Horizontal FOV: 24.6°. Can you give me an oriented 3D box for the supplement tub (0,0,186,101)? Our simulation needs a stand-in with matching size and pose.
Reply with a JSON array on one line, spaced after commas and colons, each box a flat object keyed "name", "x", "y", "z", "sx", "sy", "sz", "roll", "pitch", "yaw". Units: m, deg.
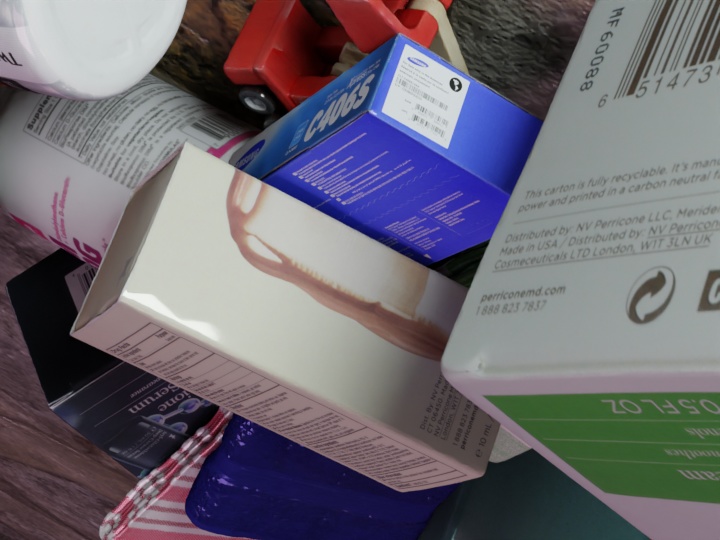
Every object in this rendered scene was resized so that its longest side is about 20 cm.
[{"name": "supplement tub", "x": -0.191, "y": -0.155, "z": 0.799, "sx": 0.198, "sy": 0.123, "sz": 0.123, "roll": 13, "pitch": 155, "yaw": 31}]

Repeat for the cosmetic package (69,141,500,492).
[{"name": "cosmetic package", "x": -0.029, "y": 0.028, "z": 0.816, "sx": 0.199, "sy": 0.088, "sz": 0.103, "roll": 27, "pitch": 160, "yaw": -18}]

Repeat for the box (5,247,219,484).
[{"name": "box", "x": -0.112, "y": 0.053, "z": 1.086, "sx": 0.108, "sy": 0.148, "sz": 0.200, "roll": 61, "pitch": -175, "yaw": 35}]

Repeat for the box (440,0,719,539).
[{"name": "box", "x": 0.175, "y": -0.005, "z": 0.592, "sx": 0.171, "sy": 0.201, "sz": 0.198, "roll": 37, "pitch": 156, "yaw": -28}]

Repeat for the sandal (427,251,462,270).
[{"name": "sandal", "x": 0.000, "y": 0.000, "z": 0.937, "sx": 0.198, "sy": 0.046, "sz": 0.075, "roll": -21, "pitch": 161, "yaw": 23}]

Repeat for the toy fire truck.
[{"name": "toy fire truck", "x": 0.011, "y": -0.088, "z": 0.810, "sx": 0.140, "sy": 0.049, "sz": 0.200, "roll": 7, "pitch": 152, "yaw": 38}]

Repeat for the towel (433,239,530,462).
[{"name": "towel", "x": 0.085, "y": 0.045, "z": 0.909, "sx": 0.152, "sy": 0.024, "sz": 0.200, "roll": 32, "pitch": 142, "yaw": -22}]

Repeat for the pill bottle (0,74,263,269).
[{"name": "pill bottle", "x": -0.141, "y": -0.060, "z": 0.954, "sx": 0.199, "sy": 0.114, "sz": 0.114, "roll": 28, "pitch": 161, "yaw": 25}]

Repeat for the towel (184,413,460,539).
[{"name": "towel", "x": -0.013, "y": 0.106, "z": 0.976, "sx": 0.146, "sy": 0.050, "sz": 0.200, "roll": 14, "pitch": 144, "yaw": -12}]

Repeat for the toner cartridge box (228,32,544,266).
[{"name": "toner cartridge box", "x": 0.006, "y": -0.043, "z": 0.792, "sx": 0.094, "sy": 0.043, "sz": 0.200, "roll": 30, "pitch": 158, "yaw": -18}]

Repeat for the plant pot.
[{"name": "plant pot", "x": 0.100, "y": 0.169, "z": 1.079, "sx": 0.141, "sy": 0.201, "sz": 0.141, "roll": 30, "pitch": 159, "yaw": -10}]

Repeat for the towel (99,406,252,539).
[{"name": "towel", "x": -0.063, "y": 0.129, "z": 1.090, "sx": 0.145, "sy": 0.030, "sz": 0.200, "roll": 15, "pitch": 134, "yaw": -41}]
